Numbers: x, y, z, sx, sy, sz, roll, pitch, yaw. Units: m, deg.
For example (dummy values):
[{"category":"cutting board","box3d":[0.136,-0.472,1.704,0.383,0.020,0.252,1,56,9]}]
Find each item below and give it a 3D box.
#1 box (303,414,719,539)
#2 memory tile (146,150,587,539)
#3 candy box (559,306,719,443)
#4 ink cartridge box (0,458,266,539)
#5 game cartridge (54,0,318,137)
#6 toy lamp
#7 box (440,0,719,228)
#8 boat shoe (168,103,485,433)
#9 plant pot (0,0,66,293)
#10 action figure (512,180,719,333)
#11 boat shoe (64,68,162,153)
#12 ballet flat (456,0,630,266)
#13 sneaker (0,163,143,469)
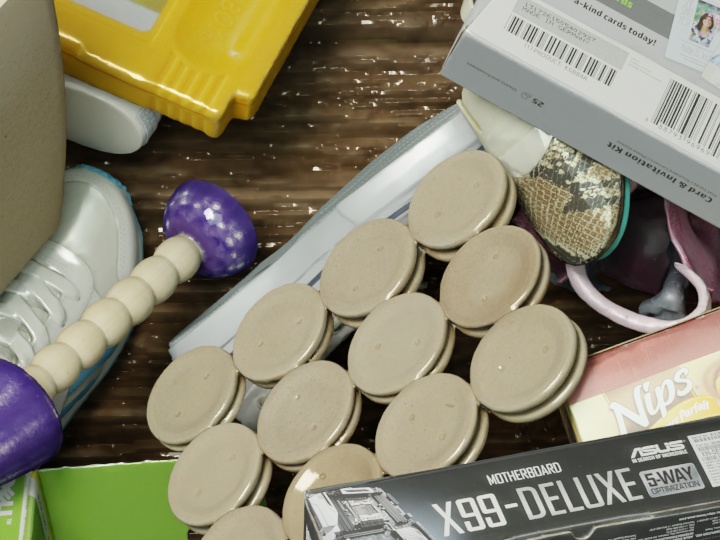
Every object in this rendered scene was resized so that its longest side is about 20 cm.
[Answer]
[{"category":"box","box3d":[0.078,0.142,1.061,0.200,0.158,0.050,-10,42,-12]},{"category":"memory tile","box3d":[-0.001,0.049,1.119,0.200,0.017,0.153,-36,42,13]},{"category":"candy box","box3d":[0.148,0.058,1.159,0.115,0.200,0.055,-21,80,2]},{"category":"ink cartridge box","box3d":[-0.137,0.164,1.193,0.200,0.076,0.148,-5,128,3]},{"category":"game cartridge","box3d":[-0.111,-0.170,1.257,0.200,0.032,0.176,23,62,7]},{"category":"toy lamp","box3d":[-0.123,0.033,1.197,0.058,0.058,0.200,41,51,7]},{"category":"box","box3d":[0.144,-0.130,1.151,0.156,0.041,0.200,28,61,-2]},{"category":"boat shoe","box3d":[0.000,0.000,1.231,0.200,0.074,0.067,-39,96,28]},{"category":"plant pot","box3d":[-0.245,-0.050,1.173,0.200,0.177,0.200,27,65,28]},{"category":"action figure","box3d":[0.133,-0.080,1.210,0.134,0.149,0.200,18,98,12]},{"category":"boat shoe","box3d":[-0.179,-0.126,1.276,0.200,0.072,0.069,21,62,14]},{"category":"ballet flat","box3d":[0.077,-0.096,1.173,0.075,0.068,0.200,22,54,-28]},{"category":"sneaker","box3d":[-0.164,0.042,1.245,0.076,0.081,0.200,25,85,8]}]
